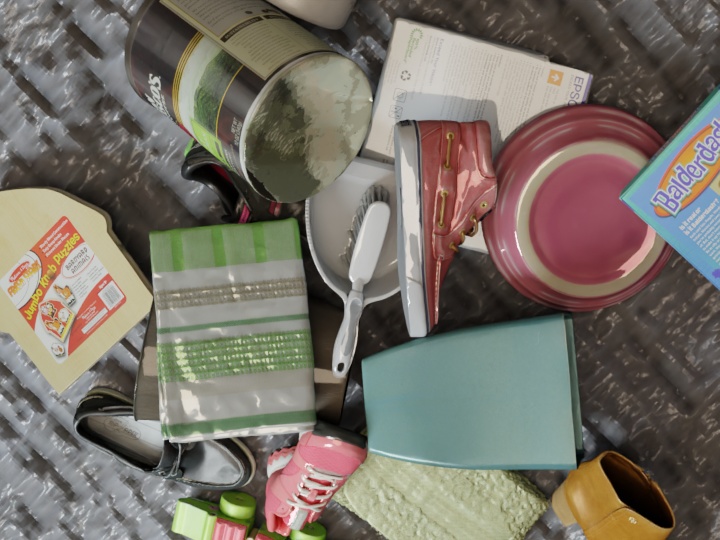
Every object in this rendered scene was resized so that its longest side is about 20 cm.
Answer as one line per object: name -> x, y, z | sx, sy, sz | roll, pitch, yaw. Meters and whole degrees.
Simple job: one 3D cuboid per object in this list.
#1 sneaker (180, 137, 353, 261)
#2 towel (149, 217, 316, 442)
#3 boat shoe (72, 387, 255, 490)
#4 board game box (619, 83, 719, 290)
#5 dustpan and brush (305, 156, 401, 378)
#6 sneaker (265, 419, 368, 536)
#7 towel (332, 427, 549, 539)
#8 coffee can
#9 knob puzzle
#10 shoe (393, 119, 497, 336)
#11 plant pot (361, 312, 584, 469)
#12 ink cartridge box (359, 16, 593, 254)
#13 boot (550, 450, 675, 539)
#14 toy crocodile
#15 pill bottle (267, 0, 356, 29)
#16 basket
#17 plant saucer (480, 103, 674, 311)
sneaker -> -0.091, -0.062, 1.642 | 0.199, 0.084, 0.077 | 33, 148, 5
towel -> -0.120, 0.056, 1.586 | 0.147, 0.031, 0.202 | -4, 84, -7
boat shoe -> -0.206, 0.181, 1.732 | 0.198, 0.066, 0.075 | 27, 105, 4
board game box -> 0.357, -0.056, 1.519 | 0.200, 0.045, 0.152 | 43, 106, 0
dustpan and brush -> 0.000, 0.000, 1.593 | 0.138, 0.057, 0.202 | 12, 103, -16
sneaker -> -0.044, 0.209, 1.648 | 0.073, 0.200, 0.088 | 19, 63, -13
towel -> 0.078, 0.225, 1.706 | 0.199, 0.036, 0.149 | 36, 105, 2
coffee can -> -0.105, -0.174, 1.553 | 0.200, 0.146, 0.147 | 38, 109, 38
knob puzzle -> -0.311, -0.001, 1.725 | 0.218, 0.030, 0.222 | 9, 110, 25
shoe -> 0.081, -0.040, 1.549 | 0.090, 0.071, 0.202 | -3, 100, -5
plant pot -> 0.107, 0.119, 1.609 | 0.198, 0.141, 0.143 | -4, 88, 10
ink cartridge box -> 0.104, -0.125, 1.625 | 0.198, 0.041, 0.202 | 17, 104, 3
boot -> 0.273, 0.266, 1.623 | 0.201, 0.144, 0.071 | 47, 66, 3
toy crocodile -> -0.101, 0.282, 1.737 | 0.198, 0.062, 0.068 | 20, 104, 6
pill bottle -> -0.023, -0.338, 1.566 | 0.114, 0.114, 0.201 | 29, 105, 3
basket -> -0.107, 0.081, 1.659 | 0.198, 0.136, 0.182 | 12, 68, 2
plant saucer -> 0.214, -0.054, 1.589 | 0.198, 0.051, 0.203 | -2, 106, -6
